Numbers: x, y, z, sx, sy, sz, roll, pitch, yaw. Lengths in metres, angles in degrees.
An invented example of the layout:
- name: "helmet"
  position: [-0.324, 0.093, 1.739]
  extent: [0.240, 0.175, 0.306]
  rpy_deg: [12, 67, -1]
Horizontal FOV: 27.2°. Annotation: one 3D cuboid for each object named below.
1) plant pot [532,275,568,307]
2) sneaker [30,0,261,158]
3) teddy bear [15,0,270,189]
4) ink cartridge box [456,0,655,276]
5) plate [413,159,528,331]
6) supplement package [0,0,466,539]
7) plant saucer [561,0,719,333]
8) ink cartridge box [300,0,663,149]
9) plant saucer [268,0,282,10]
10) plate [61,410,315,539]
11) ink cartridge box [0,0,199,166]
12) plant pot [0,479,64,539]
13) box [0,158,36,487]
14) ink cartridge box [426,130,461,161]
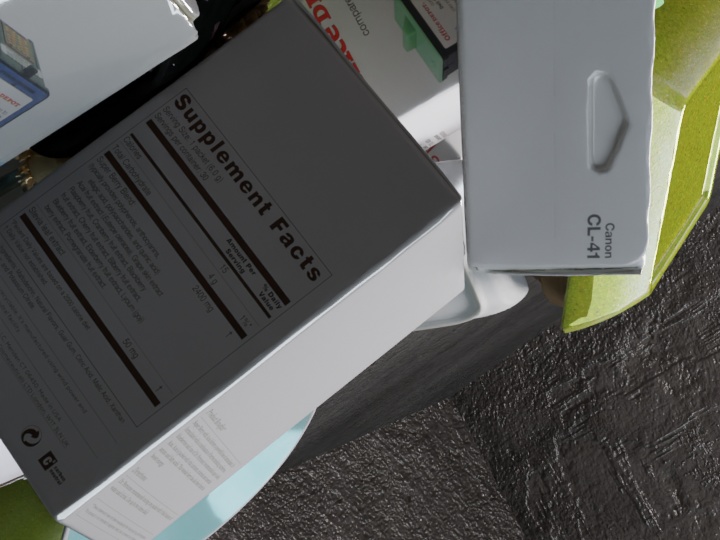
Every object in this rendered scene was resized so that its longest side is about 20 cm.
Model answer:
- name: "plant pot"
  position: [0.139, -0.080, 1.027]
  extent: [0.201, 0.092, 0.203]
  rpy_deg: [-50, 149, -47]
- name: "sneaker"
  position: [-0.067, -0.118, 0.605]
  extent: [0.200, 0.075, 0.088]
  rpy_deg: [-45, -163, 24]
- name: "teddy bear"
  position: [-0.091, -0.107, 0.702]
  extent: [0.143, 0.202, 0.067]
  rpy_deg: [7, -151, -2]
- name: "ink cartridge box"
  position: [0.090, -0.110, 0.702]
  extent: [0.084, 0.149, 0.201]
  rpy_deg: [-1, -152, 8]
- name: "plate"
  position: [0.000, 0.000, 0.974]
  extent: [0.197, 0.033, 0.200]
  rpy_deg: [-8, 153, 13]
- name: "supplement package"
  position: [-0.066, 0.007, 0.634]
  extent: [0.199, 0.120, 0.121]
  rpy_deg: [-37, 163, -8]
- name: "plant saucer"
  position: [0.198, -0.081, 0.970]
  extent: [0.200, 0.047, 0.202]
  rpy_deg: [-46, 147, -48]
- name: "ink cartridge box"
  position: [0.054, -0.173, 0.867]
  extent: [0.198, 0.146, 0.084]
  rpy_deg: [-30, 168, 9]
- name: "plant saucer"
  position: [-0.095, -0.159, 0.760]
  extent: [0.198, 0.031, 0.201]
  rpy_deg: [-23, 157, -10]
- name: "plate"
  position: [-0.103, 0.110, 0.897]
  extent: [0.199, 0.026, 0.201]
  rpy_deg: [-36, 153, -21]
- name: "ink cartridge box"
  position: [-0.175, -0.107, 0.558]
  extent: [0.198, 0.146, 0.088]
  rpy_deg: [-29, 147, 8]
- name: "plant pot"
  position: [-0.164, 0.083, 0.968]
  extent: [0.200, 0.188, 0.186]
  rpy_deg: [-39, 165, 27]
- name: "box"
  position: [-0.160, 0.002, 0.801]
  extent: [0.198, 0.177, 0.098]
  rpy_deg: [-21, 135, -23]
- name: "ink cartridge box"
  position: [0.074, -0.117, 1.245]
  extent: [0.199, 0.067, 0.116]
  rpy_deg: [-38, 175, -35]
